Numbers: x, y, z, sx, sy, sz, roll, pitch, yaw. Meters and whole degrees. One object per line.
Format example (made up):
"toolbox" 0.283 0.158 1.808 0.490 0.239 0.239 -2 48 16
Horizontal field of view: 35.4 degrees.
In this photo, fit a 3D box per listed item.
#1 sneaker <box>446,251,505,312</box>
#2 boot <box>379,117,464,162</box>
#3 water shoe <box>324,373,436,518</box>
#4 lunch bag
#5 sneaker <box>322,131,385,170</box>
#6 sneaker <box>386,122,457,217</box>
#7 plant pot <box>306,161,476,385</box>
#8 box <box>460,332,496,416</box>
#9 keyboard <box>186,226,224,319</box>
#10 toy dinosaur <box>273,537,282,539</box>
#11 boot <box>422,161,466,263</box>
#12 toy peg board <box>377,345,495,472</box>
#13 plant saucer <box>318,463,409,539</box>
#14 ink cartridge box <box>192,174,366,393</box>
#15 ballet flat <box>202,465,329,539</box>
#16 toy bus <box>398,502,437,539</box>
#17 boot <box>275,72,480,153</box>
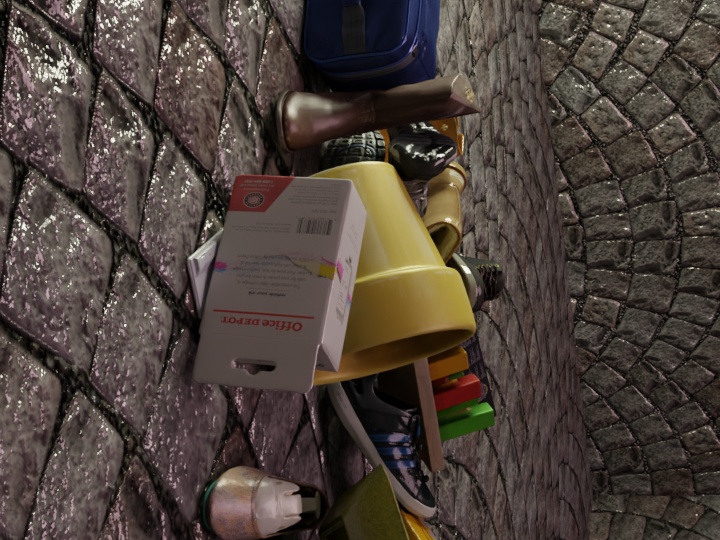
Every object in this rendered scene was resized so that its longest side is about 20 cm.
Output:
"sneaker" 0.141 0.011 1.389 0.200 0.105 0.076 -143 -122 -75
"boot" 0.056 -0.132 1.397 0.071 0.142 0.204 46 44 -57
"water shoe" 0.041 0.193 1.290 0.201 0.079 0.072 54 2 -10
"lunch bag" 0.015 -0.306 1.304 0.132 0.134 0.203 49 41 -64
"sneaker" -0.012 -0.080 1.332 0.087 0.073 0.202 90 8 -66
"sneaker" 0.062 -0.096 1.255 0.200 0.074 0.117 -93 -173 -73
"plant pot" 0.000 0.000 1.157 0.201 0.199 0.191 22 52 -71
"box" 0.112 0.103 1.559 0.160 0.044 0.201 45 -20 46
"keyboard" -0.117 -0.019 1.063 0.200 0.011 0.057 -53 143 -63
"toy dinosaur" -0.082 0.360 1.076 0.183 0.104 0.201 -85 -163 -50
"boot" 0.063 -0.040 1.386 0.176 0.066 0.201 -51 -169 27
"toy peg board" 0.083 0.103 1.386 0.200 0.097 0.202 -131 -152 -63
"plant saucer" 0.012 0.303 1.081 0.200 0.047 0.202 121 -47 -68
"ink cartridge box" -0.070 0.019 1.005 0.068 0.115 0.202 63 34 -61
"ballet flat" -0.078 0.217 1.055 0.200 0.066 0.069 26 62 -70
"toy bus" 0.051 0.319 1.280 0.078 0.065 0.200 41 6 -41
"boot" 0.023 -0.173 1.206 0.186 0.197 0.065 -46 131 -66
